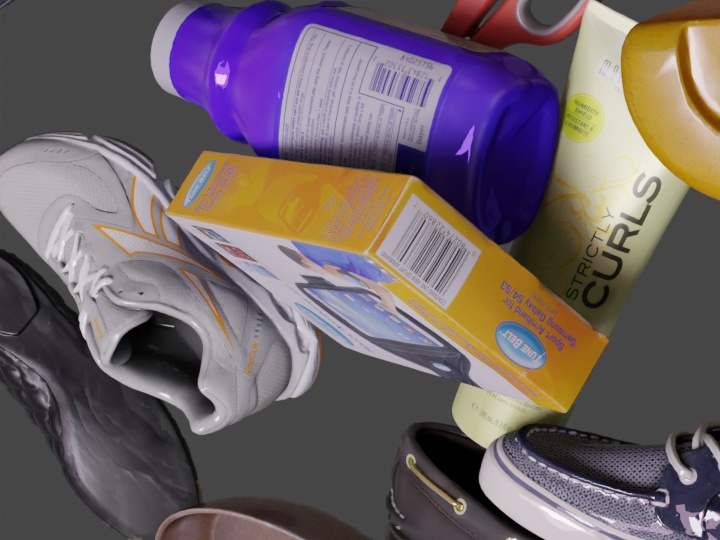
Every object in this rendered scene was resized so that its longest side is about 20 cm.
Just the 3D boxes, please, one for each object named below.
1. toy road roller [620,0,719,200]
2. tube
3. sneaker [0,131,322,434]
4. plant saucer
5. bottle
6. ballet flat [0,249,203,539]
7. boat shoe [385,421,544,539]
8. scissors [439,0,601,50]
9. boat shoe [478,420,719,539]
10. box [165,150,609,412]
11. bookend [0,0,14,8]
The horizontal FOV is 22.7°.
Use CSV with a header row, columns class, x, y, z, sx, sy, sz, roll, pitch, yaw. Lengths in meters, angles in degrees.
class,x,y,z,sx,sy,sz,roll,pitch,yaw
toy road roller,0.179,-0.040,0.655,0.146,0.123,0.201,2,106,33
tube,0.094,-0.011,0.771,0.058,0.052,0.200,11,119,-19
sneaker,-0.116,0.003,0.881,0.200,0.092,0.076,35,124,16
plant saucer,-0.013,0.178,0.890,0.200,0.035,0.201,26,146,20
bottle,-0.009,-0.074,0.785,0.200,0.065,0.084,22,110,37
ballet flat,-0.150,0.067,0.966,0.066,0.057,0.200,-37,88,-5
boat shoe,0.098,0.128,0.808,0.201,0.072,0.061,19,123,28
scissors,0.044,-0.090,0.789,0.073,0.014,0.200,41,125,12
boat shoe,0.155,0.081,0.746,0.199,0.075,0.093,17,114,5
box,0.000,0.000,0.765,0.119,0.042,0.200,38,165,-29
bookend,-0.120,-0.169,0.741,0.198,0.200,0.092,-25,99,37
